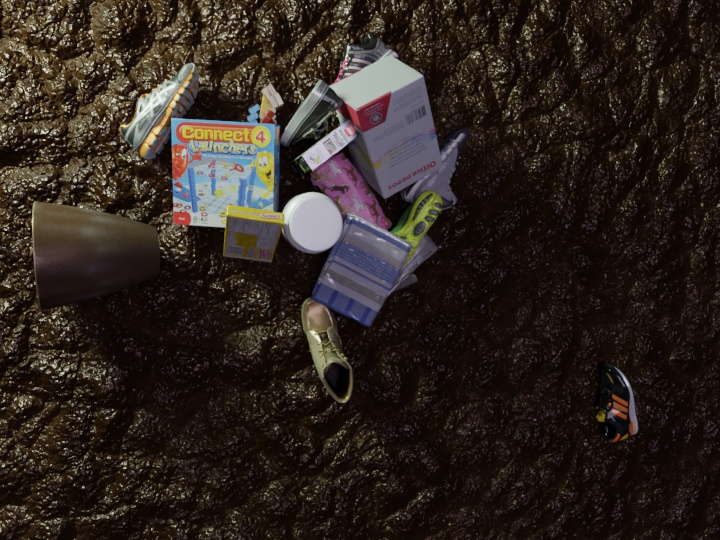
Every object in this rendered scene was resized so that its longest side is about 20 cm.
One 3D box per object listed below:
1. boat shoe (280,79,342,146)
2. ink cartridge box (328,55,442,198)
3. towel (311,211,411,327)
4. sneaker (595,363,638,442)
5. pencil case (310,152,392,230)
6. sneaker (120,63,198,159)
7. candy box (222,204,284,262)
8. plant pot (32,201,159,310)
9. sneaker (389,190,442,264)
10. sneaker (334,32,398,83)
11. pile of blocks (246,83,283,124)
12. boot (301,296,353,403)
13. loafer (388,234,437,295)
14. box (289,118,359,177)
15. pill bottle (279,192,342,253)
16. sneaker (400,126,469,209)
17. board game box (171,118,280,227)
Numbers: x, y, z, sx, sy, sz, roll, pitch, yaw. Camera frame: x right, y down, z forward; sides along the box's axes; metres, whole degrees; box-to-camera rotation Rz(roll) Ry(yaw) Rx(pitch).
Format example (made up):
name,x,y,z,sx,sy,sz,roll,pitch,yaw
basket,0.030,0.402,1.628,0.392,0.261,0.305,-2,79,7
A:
name,x,y,z,sx,sy,sz,roll,pitch,yaw
boat shoe,-0.097,-0.281,1.034,0.063,0.200,0.071,34,64,-16
ink cartridge box,0.051,-0.277,1.057,0.144,0.145,0.201,-28,131,-8
towel,0.000,0.000,1.101,0.146,0.024,0.202,26,106,-2
sneaker,0.620,0.333,1.338,0.089,0.070,0.202,-23,103,-13
pencil case,-0.018,-0.144,1.125,0.083,0.086,0.201,-44,104,-29
sneaker,-0.377,-0.312,1.026,0.077,0.078,0.201,33,85,-2
candy box,-0.207,-0.065,1.034,0.101,0.200,0.027,5,69,-15
plant pot,-0.477,-0.032,0.994,0.198,0.186,0.190,-4,98,-27
sneaker,0.100,-0.078,1.134,0.074,0.084,0.200,41,100,1
sneaker,-0.020,-0.406,1.101,0.200,0.074,0.088,-41,101,-8
pile of blocks,-0.200,-0.271,1.077,0.081,0.062,0.203,6,95,-14
boot,-0.068,0.158,1.109,0.072,0.155,0.203,-12,97,-10
loafer,0.092,0.008,1.175,0.070,0.070,0.201,38,86,-6
box,-0.074,-0.230,1.040,0.110,0.200,0.035,-38,103,-6
pill bottle,-0.097,-0.093,1.050,0.112,0.200,0.116,-2,97,-13
sneaker,0.187,-0.204,1.179,0.115,0.075,0.200,40,97,-19
board game box,-0.257,-0.184,1.042,0.197,0.056,0.199,3,103,1
